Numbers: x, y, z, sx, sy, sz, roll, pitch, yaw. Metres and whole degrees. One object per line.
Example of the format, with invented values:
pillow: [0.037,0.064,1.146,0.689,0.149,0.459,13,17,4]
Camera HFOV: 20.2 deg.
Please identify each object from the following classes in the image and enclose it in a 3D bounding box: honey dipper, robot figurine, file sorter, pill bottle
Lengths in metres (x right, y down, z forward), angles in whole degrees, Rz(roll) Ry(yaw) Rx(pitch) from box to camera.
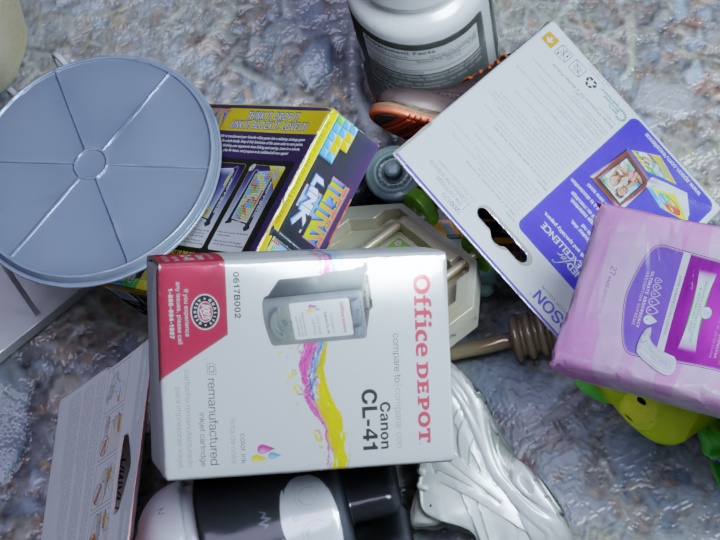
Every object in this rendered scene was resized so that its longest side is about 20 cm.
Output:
honey dipper: [0.065,0.064,1.550,0.198,0.038,0.038,-13,63,5]
robot figurine: [-0.063,0.194,1.451,0.198,0.125,0.151,-16,70,2]
file sorter: [-0.269,-0.055,1.611,0.200,0.125,0.139,-39,66,-11]
pill bottle: [0.048,-0.206,1.590,0.113,0.200,0.115,-3,64,7]

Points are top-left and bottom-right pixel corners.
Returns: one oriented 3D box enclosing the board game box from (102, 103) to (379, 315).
board game box: [-0.094,-0.040,1.505,0.199,0.057,0.166,9,67,55]

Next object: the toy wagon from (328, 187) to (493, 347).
toy wagon: [0.000,0.000,1.500,0.155,0.040,0.200,-36,48,-20]

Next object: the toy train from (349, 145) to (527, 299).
toy train: [0.081,-0.035,1.573,0.198,0.085,0.115,-1,74,9]

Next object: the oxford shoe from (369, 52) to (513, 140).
oxford shoe: [0.097,-0.134,1.582,0.198,0.071,0.073,3,83,-26]

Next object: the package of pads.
package of pads: [0.230,0.033,1.316,0.199,0.075,0.122,14,86,34]

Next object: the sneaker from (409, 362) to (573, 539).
sneaker: [0.065,0.142,1.485,0.099,0.078,0.201,-35,72,1]

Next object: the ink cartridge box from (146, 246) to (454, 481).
ink cartridge box: [-0.042,0.060,1.362,0.198,0.086,0.149,-3,93,-10]

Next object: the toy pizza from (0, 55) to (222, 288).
toy pizza: [-0.199,-0.073,1.521,0.198,0.032,0.202,-5,61,10]

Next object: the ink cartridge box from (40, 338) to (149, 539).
ink cartridge box: [-0.182,0.167,1.471,0.043,0.173,0.202,18,62,-27]

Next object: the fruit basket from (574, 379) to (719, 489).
fruit basket: [0.257,0.088,1.415,0.214,0.216,0.156,-20,63,-1]

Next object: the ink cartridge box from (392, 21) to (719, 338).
ink cartridge box: [0.142,-0.060,1.504,0.198,0.043,0.200,48,57,2]

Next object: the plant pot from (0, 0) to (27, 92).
plant pot: [-0.363,-0.231,1.676,0.198,0.184,0.202,-3,65,7]
